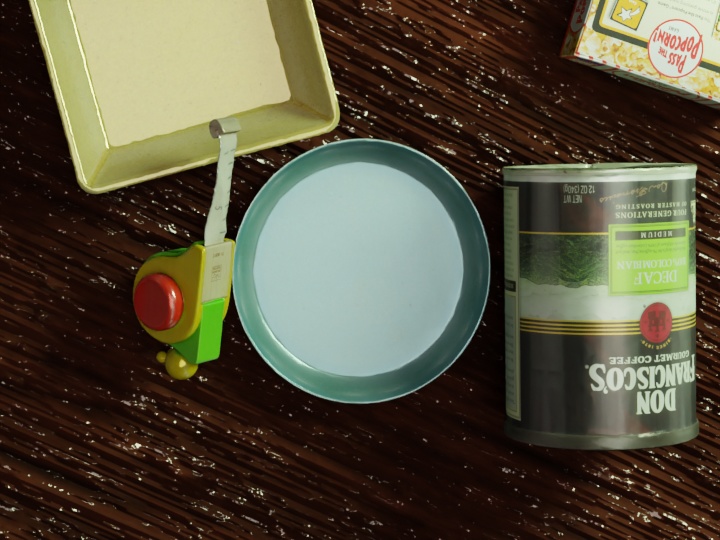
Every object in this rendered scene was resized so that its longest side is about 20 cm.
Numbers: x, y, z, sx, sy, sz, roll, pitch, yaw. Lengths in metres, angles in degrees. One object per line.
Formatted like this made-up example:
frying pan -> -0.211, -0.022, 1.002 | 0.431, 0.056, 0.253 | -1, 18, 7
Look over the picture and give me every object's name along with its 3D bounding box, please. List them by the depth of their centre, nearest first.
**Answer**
toy measuring tape -> -0.129, -0.018, 1.236 | 0.073, 0.074, 0.201 | 5, 105, -9
plant saucer -> -0.134, -0.177, 1.240 | 0.199, 0.048, 0.201 | -15, 96, -7
coffee can -> 0.178, 0.022, 1.257 | 0.145, 0.146, 0.202 | -2, 95, -9
plant saucer -> 0.000, 0.000, 1.287 | 0.199, 0.027, 0.202 | -1, 96, -9
board game box -> 0.255, -0.238, 1.297 | 0.151, 0.046, 0.201 | 17, 92, -10
